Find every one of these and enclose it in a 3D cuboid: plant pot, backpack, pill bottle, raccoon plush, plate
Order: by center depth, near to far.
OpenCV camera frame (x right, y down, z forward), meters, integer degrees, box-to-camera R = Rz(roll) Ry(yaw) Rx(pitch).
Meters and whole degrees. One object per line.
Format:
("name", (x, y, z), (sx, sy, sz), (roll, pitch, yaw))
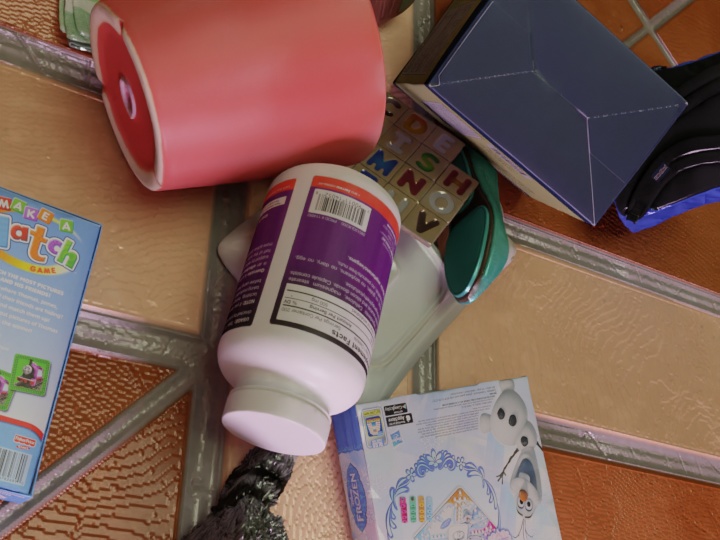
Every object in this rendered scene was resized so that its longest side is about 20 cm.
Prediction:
("raccoon plush", (-0.056, 0.223, 0.645), (0.135, 0.096, 0.200), (52, 50, -15))
("pill bottle", (-0.040, 0.028, 0.684), (0.111, 0.112, 0.203), (27, 59, -23))
("plant pot", (-0.103, -0.157, 0.713), (0.175, 0.200, 0.203), (-21, 83, -24))
("plate", (0.000, 0.000, 0.814), (0.200, 0.032, 0.200), (51, 51, -7))
("backpack", (0.373, -0.151, 1.022), (0.167, 0.197, 0.165), (5, 66, -67))

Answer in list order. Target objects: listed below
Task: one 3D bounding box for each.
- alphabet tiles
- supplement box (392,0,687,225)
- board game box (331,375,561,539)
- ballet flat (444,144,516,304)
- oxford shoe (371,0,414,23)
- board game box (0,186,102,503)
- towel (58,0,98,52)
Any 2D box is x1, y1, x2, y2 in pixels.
("alphabet tiles", (0.006, -0.107, 0.834), (0.199, 0.008, 0.168), (35, 52, 8))
("supplement box", (0.157, -0.168, 0.861), (0.199, 0.200, 0.135), (37, 96, -13))
("board game box", (0.081, 0.202, 0.769), (0.197, 0.043, 0.203), (-3, 76, -36))
("ballet flat", (0.117, -0.041, 0.869), (0.070, 0.067, 0.202), (27, 39, -27))
("oxford shoe", (-0.030, -0.277, 0.903), (0.198, 0.071, 0.074), (-23, 59, -39))
("board game box", (-0.268, 0.035, 0.605), (0.150, 0.036, 0.203), (22, 60, -27))
("towel", (-0.190, -0.272, 0.802), (0.150, 0.023, 0.204), (6, 67, -34))
